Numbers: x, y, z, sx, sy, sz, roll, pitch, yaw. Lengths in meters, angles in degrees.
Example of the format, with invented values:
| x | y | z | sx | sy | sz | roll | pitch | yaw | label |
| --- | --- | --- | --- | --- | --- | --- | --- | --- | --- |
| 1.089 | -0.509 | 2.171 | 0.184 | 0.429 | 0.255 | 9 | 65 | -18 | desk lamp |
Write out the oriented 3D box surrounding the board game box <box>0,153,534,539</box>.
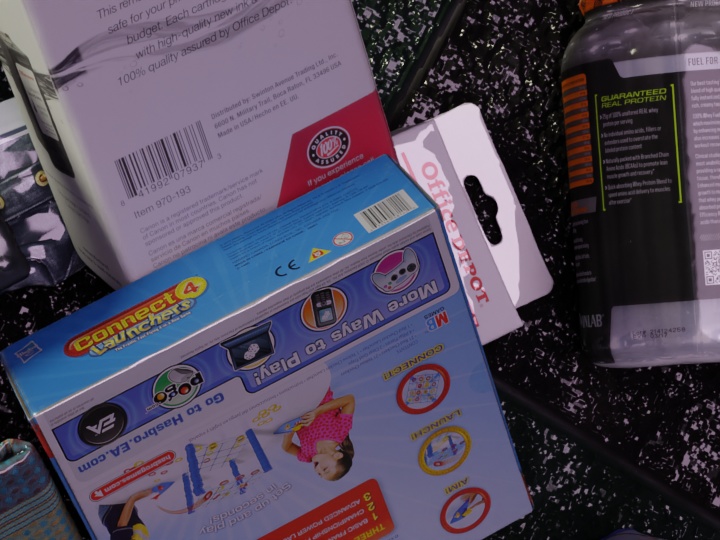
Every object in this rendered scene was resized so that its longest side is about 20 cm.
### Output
| x | y | z | sx | sy | sz | roll | pitch | yaw | label |
| --- | --- | --- | --- | --- | --- | --- | --- | --- | --- |
| -0.037 | 0.076 | 0.973 | 0.200 | 0.056 | 0.196 | -27 | 129 | -10 | board game box |

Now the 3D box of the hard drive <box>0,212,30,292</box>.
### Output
| x | y | z | sx | sy | sz | roll | pitch | yaw | label |
| --- | --- | --- | --- | --- | --- | --- | --- | --- | --- |
| -0.258 | -0.013 | 0.881 | 0.200 | 0.033 | 0.140 | -29 | 91 | -13 | hard drive |

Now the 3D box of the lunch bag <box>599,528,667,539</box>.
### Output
| x | y | z | sx | sy | sz | roll | pitch | yaw | label |
| --- | --- | --- | --- | --- | --- | --- | --- | --- | --- |
| 0.099 | 0.213 | 1.015 | 0.200 | 0.170 | 0.124 | -32 | 91 | -12 | lunch bag |

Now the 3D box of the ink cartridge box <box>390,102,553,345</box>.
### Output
| x | y | z | sx | sy | sz | roll | pitch | yaw | label |
| --- | --- | --- | --- | --- | --- | --- | --- | --- | --- |
| 0.000 | 0.000 | 1.055 | 0.200 | 0.068 | 0.116 | -25 | 95 | -13 | ink cartridge box |

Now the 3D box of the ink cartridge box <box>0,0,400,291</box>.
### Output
| x | y | z | sx | sy | sz | roll | pitch | yaw | label |
| --- | --- | --- | --- | --- | --- | --- | --- | --- | --- |
| -0.084 | -0.109 | 0.949 | 0.145 | 0.083 | 0.200 | -28 | 119 | -18 | ink cartridge box |

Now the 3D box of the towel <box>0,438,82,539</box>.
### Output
| x | y | z | sx | sy | sz | roll | pitch | yaw | label |
| --- | --- | --- | --- | --- | --- | --- | --- | --- | --- |
| -0.189 | 0.158 | 0.955 | 0.146 | 0.200 | 0.022 | -28 | 57 | -12 | towel |

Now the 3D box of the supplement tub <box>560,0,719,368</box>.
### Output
| x | y | z | sx | sy | sz | roll | pitch | yaw | label |
| --- | --- | --- | --- | --- | --- | --- | --- | --- | --- |
| 0.166 | -0.053 | 1.068 | 0.122 | 0.123 | 0.200 | -3 | 89 | -13 | supplement tub |

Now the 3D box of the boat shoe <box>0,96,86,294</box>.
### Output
| x | y | z | sx | sy | sz | roll | pitch | yaw | label |
| --- | --- | --- | --- | --- | --- | --- | --- | --- | --- |
| -0.130 | -0.053 | 1.035 | 0.200 | 0.071 | 0.091 | -23 | 99 | -9 | boat shoe |
